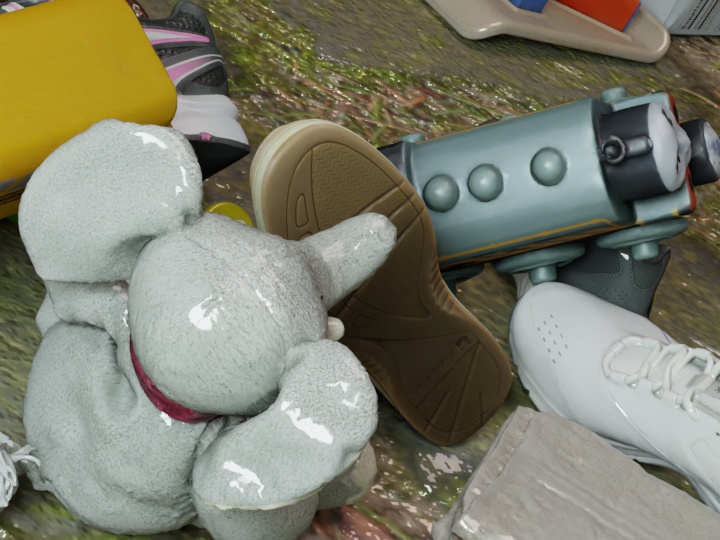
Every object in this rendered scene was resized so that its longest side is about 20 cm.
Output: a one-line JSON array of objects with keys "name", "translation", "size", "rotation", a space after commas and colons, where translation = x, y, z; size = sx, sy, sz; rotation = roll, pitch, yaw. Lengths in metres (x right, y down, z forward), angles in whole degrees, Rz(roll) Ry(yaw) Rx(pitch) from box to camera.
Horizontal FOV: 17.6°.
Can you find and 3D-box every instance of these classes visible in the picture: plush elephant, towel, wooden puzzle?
[{"name": "plush elephant", "translation": [-0.055, 0.024, 0.865], "size": [0.200, 0.155, 0.165], "rotation": [-28, 85, -51]}, {"name": "towel", "translation": [0.130, 0.140, 1.006], "size": [0.199, 0.035, 0.133], "rotation": [33, 28, 6]}, {"name": "wooden puzzle", "translation": [0.100, -0.215, 1.580], "size": [0.199, 0.046, 0.185], "rotation": [-1, 39, -45]}]

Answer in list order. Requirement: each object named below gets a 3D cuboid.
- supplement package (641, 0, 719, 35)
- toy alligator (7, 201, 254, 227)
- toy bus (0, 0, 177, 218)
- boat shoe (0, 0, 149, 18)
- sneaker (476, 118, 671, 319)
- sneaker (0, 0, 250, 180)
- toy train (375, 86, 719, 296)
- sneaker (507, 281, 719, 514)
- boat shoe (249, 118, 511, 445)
[{"name": "supplement package", "translation": [0.249, -0.284, 1.733], "size": [0.199, 0.148, 0.191], "rotation": [-5, 42, -48]}, {"name": "toy alligator", "translation": [-0.112, -0.012, 1.007], "size": [0.199, 0.059, 0.055], "rotation": [18, 70, -35]}, {"name": "toy bus", "translation": [-0.140, -0.058, 0.895], "size": [0.200, 0.078, 0.065], "rotation": [-26, 85, -54]}, {"name": "boat shoe", "translation": [-0.134, -0.119, 1.157], "size": [0.070, 0.071, 0.200], "rotation": [-4, 41, -41]}, {"name": "sneaker", "translation": [0.112, -0.028, 1.222], "size": [0.074, 0.085, 0.200], "rotation": [13, 31, -30]}, {"name": "sneaker", "translation": [-0.150, -0.087, 1.033], "size": [0.199, 0.080, 0.087], "rotation": [4, 68, -30]}, {"name": "toy train", "translation": [0.069, -0.036, 1.099], "size": [0.114, 0.199, 0.086], "rotation": [2, 77, -70]}, {"name": "sneaker", "translation": [0.156, 0.063, 1.084], "size": [0.200, 0.087, 0.075], "rotation": [35, 65, 16]}, {"name": "boat shoe", "translation": [0.000, 0.000, 1.014], "size": [0.065, 0.072, 0.200], "rotation": [43, -7, 45]}]
